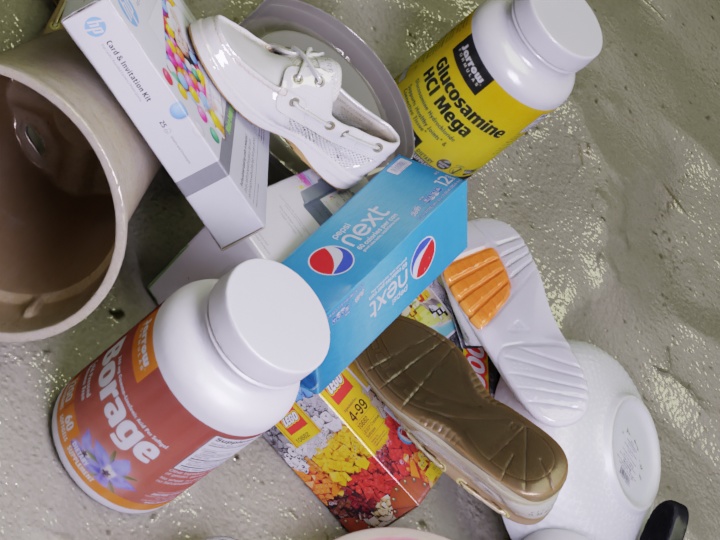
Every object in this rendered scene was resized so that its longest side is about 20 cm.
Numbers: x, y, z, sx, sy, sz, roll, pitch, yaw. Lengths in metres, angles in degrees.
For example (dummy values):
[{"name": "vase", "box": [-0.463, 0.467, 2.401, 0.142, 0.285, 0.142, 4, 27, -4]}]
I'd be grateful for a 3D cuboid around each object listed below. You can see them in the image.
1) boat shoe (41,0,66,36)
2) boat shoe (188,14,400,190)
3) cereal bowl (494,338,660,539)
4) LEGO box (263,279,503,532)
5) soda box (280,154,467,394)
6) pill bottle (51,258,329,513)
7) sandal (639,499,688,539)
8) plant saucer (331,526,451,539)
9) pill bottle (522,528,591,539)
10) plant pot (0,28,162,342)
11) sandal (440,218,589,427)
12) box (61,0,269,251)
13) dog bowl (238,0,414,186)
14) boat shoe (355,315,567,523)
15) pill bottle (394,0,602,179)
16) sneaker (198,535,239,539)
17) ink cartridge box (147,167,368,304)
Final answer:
[{"name": "boat shoe", "box": [-0.214, -0.224, 1.596, 0.066, 0.074, 0.200, 9, 41, -5]}, {"name": "boat shoe", "box": [-0.044, -0.135, 1.477, 0.200, 0.069, 0.071, 36, 31, -44]}, {"name": "cereal bowl", "box": [0.188, 0.151, 1.642, 0.200, 0.083, 0.201, 22, 64, -55]}, {"name": "LEGO box", "box": [0.014, 0.089, 1.577, 0.149, 0.077, 0.200, 48, 39, -6]}, {"name": "soda box", "box": [0.000, 0.000, 1.482, 0.064, 0.068, 0.200, 23, 46, 28]}, {"name": "pill bottle", "box": [-0.113, 0.076, 1.365, 0.112, 0.200, 0.112, 25, 46, -29]}, {"name": "sandal", "box": [0.221, 0.278, 1.582, 0.045, 0.075, 0.200, 30, 75, -13]}, {"name": "plant saucer", "box": [0.025, 0.248, 1.407, 0.200, 0.051, 0.201, 3, 36, -2]}, {"name": "pill bottle", "box": [0.122, 0.289, 1.505, 0.113, 0.113, 0.200, 47, 39, -6]}, {"name": "plant pot", "box": [-0.224, -0.078, 1.405, 0.200, 0.200, 0.184, 47, 27, -7]}, {"name": "sandal", "box": [0.113, 0.050, 1.596, 0.079, 0.059, 0.207, -10, 55, -19]}, {"name": "box", "box": [-0.131, -0.133, 1.412, 0.200, 0.041, 0.156, 55, 16, -26]}, {"name": "dog bowl", "box": [-0.048, -0.131, 1.698, 0.200, 0.059, 0.201, 25, 46, -29]}, {"name": "boat shoe", "box": [0.065, 0.112, 1.475, 0.074, 0.067, 0.200, -31, 59, -26]}, {"name": "pill bottle", "box": [0.114, -0.168, 1.772, 0.112, 0.200, 0.113, 25, 46, -29]}, {"name": "sneaker", "box": [-0.123, 0.239, 1.327, 0.078, 0.082, 0.200, 49, 38, -4]}, {"name": "ink cartridge box", "box": [-0.057, -0.021, 1.560, 0.067, 0.117, 0.200, 53, 38, 8]}]
